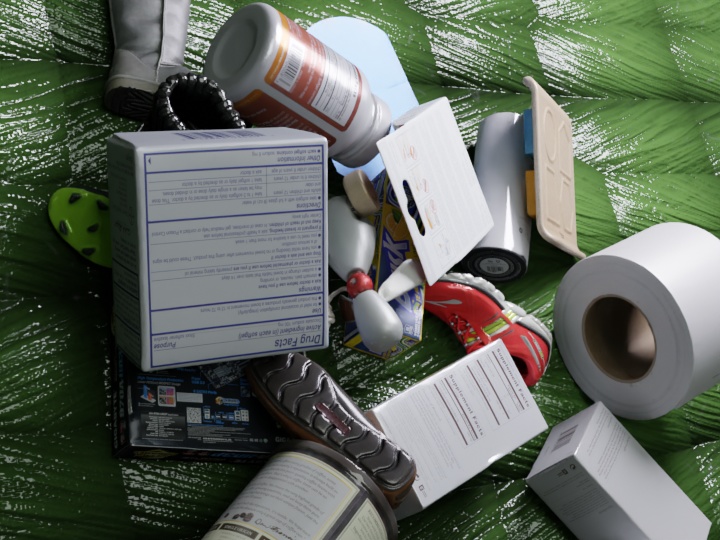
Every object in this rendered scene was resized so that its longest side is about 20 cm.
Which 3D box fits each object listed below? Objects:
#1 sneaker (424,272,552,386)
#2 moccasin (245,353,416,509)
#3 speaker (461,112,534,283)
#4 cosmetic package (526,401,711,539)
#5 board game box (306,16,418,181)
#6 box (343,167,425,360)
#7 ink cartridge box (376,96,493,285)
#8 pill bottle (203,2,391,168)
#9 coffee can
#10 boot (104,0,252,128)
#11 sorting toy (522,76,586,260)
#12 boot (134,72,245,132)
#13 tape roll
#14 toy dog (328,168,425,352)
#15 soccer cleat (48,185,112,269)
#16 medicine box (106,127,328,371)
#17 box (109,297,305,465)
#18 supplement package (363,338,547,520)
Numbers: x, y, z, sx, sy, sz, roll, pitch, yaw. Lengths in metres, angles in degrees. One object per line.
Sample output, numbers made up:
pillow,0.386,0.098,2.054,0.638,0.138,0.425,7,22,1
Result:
sneaker,0.137,0.069,1.405,0.199,0.077,0.086,29,61,-20
moccasin,-0.032,0.152,1.191,0.200,0.078,0.074,36,54,11
speaker,0.172,-0.091,1.500,0.081,0.081,0.202,23,58,-22
cosmetic package,0.294,0.263,1.398,0.200,0.085,0.108,49,40,-5
board game box,-0.009,-0.197,1.459,0.157,0.039,0.202,-29,95,-37
box,0.031,-0.009,1.375,0.064,0.070,0.202,19,59,-24
ink cartridge box,0.069,-0.085,1.337,0.200,0.047,0.162,-39,111,-57
pill bottle,-0.061,-0.188,1.315,0.199,0.111,0.113,29,53,-41
coffee can,-0.078,0.274,1.119,0.147,0.146,0.200,47,52,-5
boot,-0.198,-0.253,1.354,0.180,0.073,0.202,17,53,-28
sorting toy,0.231,-0.119,1.512,0.185,0.036,0.203,17,66,-67
boot,-0.131,-0.108,1.256,0.209,0.158,0.080,27,67,-18
tape roll,0.346,0.058,1.465,0.138,0.202,0.204,-21,80,-38
toy dog,0.000,0.000,1.284,0.096,0.130,0.202,36,48,-56
soccer cleat,-0.215,-0.026,1.232,0.198,0.081,0.068,24,95,-1
medicine box,-0.130,-0.023,1.133,0.180,0.103,0.203,-5,103,-25
box,-0.146,0.106,1.220,0.198,0.046,0.161,7,64,-30
supplement package,0.078,0.170,1.292,0.199,0.114,0.110,-24,83,-39
